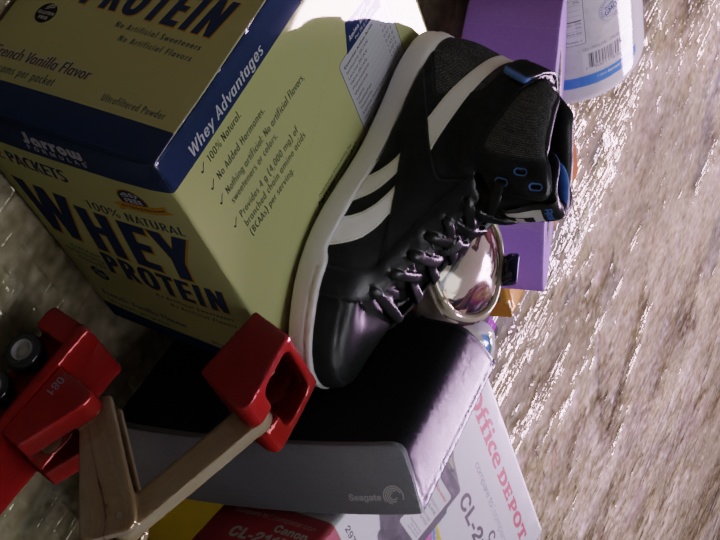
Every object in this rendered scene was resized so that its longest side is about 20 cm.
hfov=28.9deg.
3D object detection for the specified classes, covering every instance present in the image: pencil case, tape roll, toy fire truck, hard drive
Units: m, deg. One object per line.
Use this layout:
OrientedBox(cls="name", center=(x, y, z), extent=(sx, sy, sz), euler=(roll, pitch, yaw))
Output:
OrientedBox(cls="pencil case", center=(0.000, 0.000, 0.855), extent=(0.078, 0.199, 0.090), euler=(55, 51, -23))
OrientedBox(cls="tape roll", center=(0.104, -0.089, 0.965), extent=(0.200, 0.065, 0.203), euler=(5, 90, -80))
OrientedBox(cls="toy fire truck", center=(-0.132, 0.091, 0.689), extent=(0.201, 0.140, 0.049), euler=(-51, 147, -16))
OrientedBox(cls="hard drive", center=(-0.038, 0.072, 0.774), extent=(0.135, 0.198, 0.043), euler=(-56, 138, -46))

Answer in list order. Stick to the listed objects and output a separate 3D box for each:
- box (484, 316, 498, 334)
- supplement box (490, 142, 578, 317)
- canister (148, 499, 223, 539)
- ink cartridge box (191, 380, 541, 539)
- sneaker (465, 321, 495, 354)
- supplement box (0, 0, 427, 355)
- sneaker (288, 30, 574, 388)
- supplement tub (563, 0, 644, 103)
OrientedBox(cls="box", center=(0.050, 0.068, 1.149), extent=(0.144, 0.036, 0.200), euler=(-65, 153, -16))
OrientedBox(cls="supplement box", center=(0.120, -0.051, 1.134), extent=(0.201, 0.068, 0.067), euler=(-61, 147, -46))
OrientedBox(cls="canister", center=(-0.040, 0.117, 0.915), extent=(0.200, 0.087, 0.149), euler=(-39, 174, -44))
OrientedBox(cls="ink cartridge box", center=(0.009, 0.156, 0.805), extent=(0.200, 0.082, 0.147), euler=(-45, 125, -37))
OrientedBox(cls="sneaker", center=(0.051, 0.134, 1.037), extent=(0.075, 0.105, 0.201), euler=(6, 130, -46))
OrientedBox(cls="supplement box", center=(-0.069, -0.088, 0.733), extent=(0.201, 0.133, 0.200), euler=(-60, 150, -22))
OrientedBox(cls="sneaker", center=(0.045, -0.023, 0.716), extent=(0.073, 0.111, 0.202), euler=(37, 74, -61))
OrientedBox(cls="supplement tub", center=(0.143, -0.237, 1.041), extent=(0.132, 0.131, 0.201), euler=(-54, 147, -30))
